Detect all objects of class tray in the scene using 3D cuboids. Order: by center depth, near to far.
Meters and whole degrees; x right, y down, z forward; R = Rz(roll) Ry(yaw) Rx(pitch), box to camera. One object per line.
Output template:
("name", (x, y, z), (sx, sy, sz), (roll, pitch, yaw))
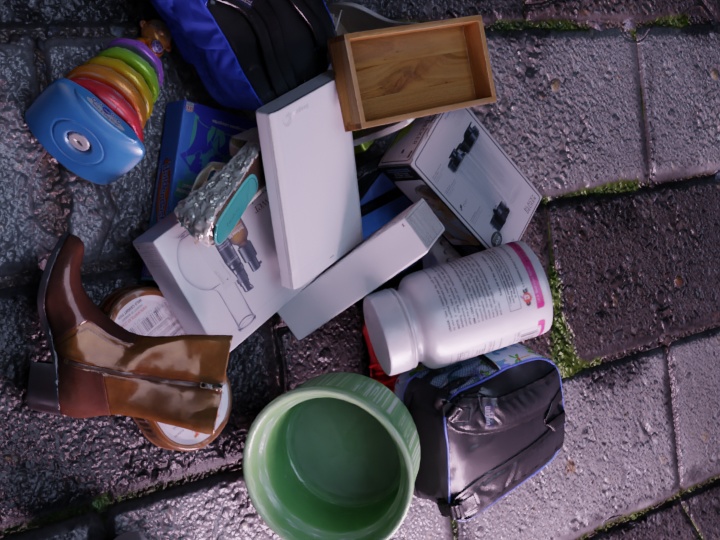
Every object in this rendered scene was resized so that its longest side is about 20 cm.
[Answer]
("tray", (0.059, -0.218, 1.264), (0.199, 0.037, 0.100), (-16, 98, -35))

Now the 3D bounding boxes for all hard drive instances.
("hard drive", (-0.051, -0.098, 1.245), (0.132, 0.026, 0.202), (-37, 131, -44))

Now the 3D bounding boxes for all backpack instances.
("backpack", (-0.125, -0.278, 1.244), (0.163, 0.167, 0.201), (-48, 126, -22))
("backpack", (0.142, 0.176, 1.398), (0.199, 0.147, 0.185), (-21, 118, -30))

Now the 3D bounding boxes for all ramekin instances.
("ramekin", (-0.026, 0.214, 1.315), (0.098, 0.198, 0.202), (-40, 118, -70))

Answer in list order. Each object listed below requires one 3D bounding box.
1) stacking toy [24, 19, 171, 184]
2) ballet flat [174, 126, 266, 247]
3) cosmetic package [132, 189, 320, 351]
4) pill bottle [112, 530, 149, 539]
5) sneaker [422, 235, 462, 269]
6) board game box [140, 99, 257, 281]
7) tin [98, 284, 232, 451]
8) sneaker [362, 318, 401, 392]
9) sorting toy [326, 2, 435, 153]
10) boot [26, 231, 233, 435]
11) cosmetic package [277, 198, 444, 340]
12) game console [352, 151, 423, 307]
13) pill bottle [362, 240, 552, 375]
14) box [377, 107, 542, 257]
("stacking toy", (-0.249, -0.200, 1.220), (0.116, 0.109, 0.201), (42, 50, -20))
("ballet flat", (-0.126, -0.109, 1.214), (0.072, 0.071, 0.200), (55, 53, -23))
("cosmetic package", (-0.131, -0.023, 1.271), (0.200, 0.051, 0.152), (-42, 116, -32))
("pill bottle", (-0.195, 0.367, 1.231), (0.200, 0.110, 0.111), (47, 62, -27))
("sneaker", (0.120, -0.026, 1.461), (0.073, 0.084, 0.201), (-35, 133, -28))
("board game box", (-0.160, -0.076, 1.309), (0.151, 0.045, 0.202), (12, 83, -38))
("tin", (-0.216, 0.109, 1.267), (0.112, 0.042, 0.201), (-41, 113, -27))
("sneaker", (0.039, 0.157, 1.442), (0.116, 0.078, 0.201), (-45, 114, -31))
("sorting toy", (0.015, -0.216, 1.364), (0.106, 0.179, 0.202), (24, 75, -35))
("boot", (-0.230, 0.065, 1.178), (0.198, 0.068, 0.190), (6, 85, -7))
("cosmetic package", (0.000, 0.000, 1.326), (0.051, 0.199, 0.083), (53, 26, -3))
("game console", (0.060, -0.073, 1.442), (0.199, 0.176, 0.117), (-30, 78, -35))
("pill bottle", (0.110, 0.046, 1.330), (0.198, 0.113, 0.114), (-17, 100, -12))
("box", (0.123, -0.107, 1.387), (0.200, 0.060, 0.117), (43, 65, -32))
